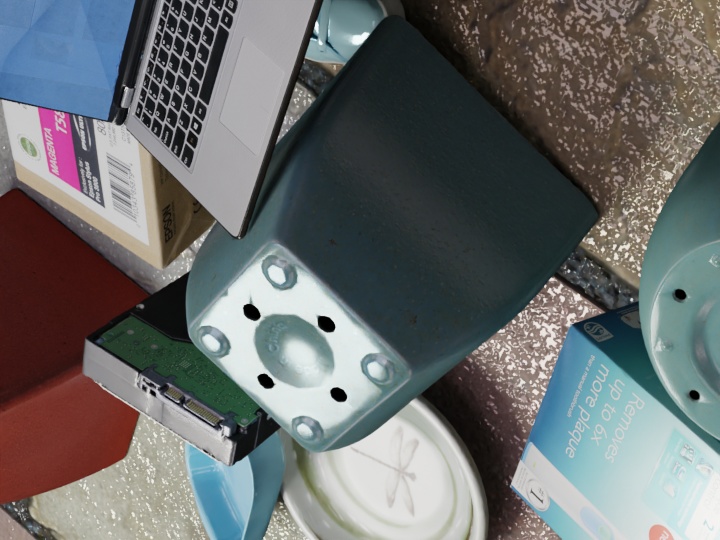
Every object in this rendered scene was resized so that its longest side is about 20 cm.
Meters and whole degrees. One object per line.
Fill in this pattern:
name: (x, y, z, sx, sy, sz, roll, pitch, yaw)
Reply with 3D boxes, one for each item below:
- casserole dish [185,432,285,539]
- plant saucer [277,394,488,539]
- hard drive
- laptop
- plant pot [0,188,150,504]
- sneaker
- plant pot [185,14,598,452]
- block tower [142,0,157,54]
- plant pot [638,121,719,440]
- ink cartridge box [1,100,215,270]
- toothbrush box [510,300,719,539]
casserole dish: (-0.104, 0.160, 1.136, 0.122, 0.038, 0.201, 61, 153, 30)
plant saucer: (0.021, 0.158, 1.075, 0.198, 0.050, 0.203, 16, 121, 29)
hard drive: (-0.086, 0.051, 0.998, 0.139, 0.200, 0.038, 28, 126, 21)
laptop: (-0.140, -0.140, 0.778, 0.200, 0.115, 0.189, 43, 129, 29)
plant pot: (-0.315, 0.086, 1.201, 0.199, 0.176, 0.201, 36, 129, 15)
sneaker: (-0.067, -0.179, 0.946, 0.198, 0.082, 0.075, 18, 123, 28)
plant pot: (0.000, 0.000, 0.889, 0.196, 0.200, 0.196, 43, 132, -5)
block tower: (-0.133, -0.238, 0.843, 0.057, 0.054, 0.202, -14, 108, 10)
plant pot: (0.247, 0.011, 0.761, 0.199, 0.161, 0.203, 17, 122, 28)
ink cartridge box: (-0.194, -0.120, 1.041, 0.164, 0.075, 0.201, 30, 145, 20)
toothbrush box: (0.205, 0.138, 0.869, 0.200, 0.085, 0.148, 44, 134, 34)
